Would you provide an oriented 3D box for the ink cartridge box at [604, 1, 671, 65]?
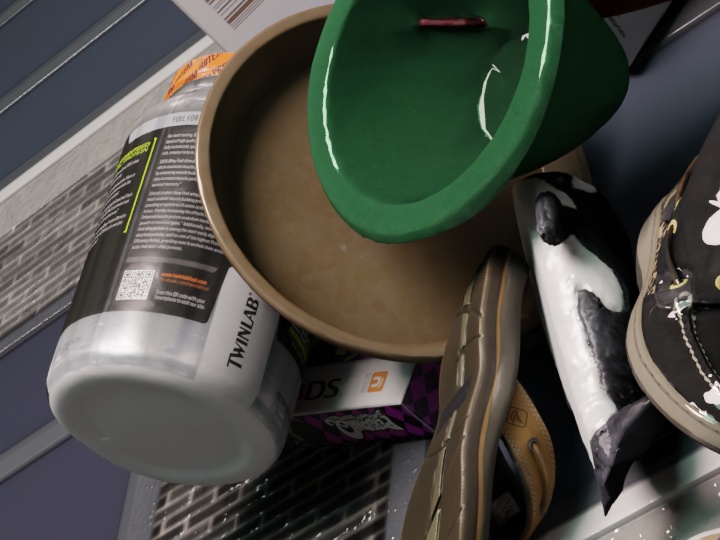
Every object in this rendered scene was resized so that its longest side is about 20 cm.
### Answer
[{"bbox_3d":[0.126,-0.215,1.241,0.145,0.084,0.200,13,63,52],"label":"ink cartridge box"}]

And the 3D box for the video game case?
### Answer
[{"bbox_3d":[0.000,0.000,1.209,0.181,0.036,0.201,-9,51,47],"label":"video game case"}]

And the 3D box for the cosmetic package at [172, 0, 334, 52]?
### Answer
[{"bbox_3d":[-0.061,-0.242,1.454,0.166,0.167,0.200,-45,15,8],"label":"cosmetic package"}]

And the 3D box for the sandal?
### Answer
[{"bbox_3d":[0.059,0.083,1.011,0.082,0.054,0.201,123,162,-56],"label":"sandal"}]

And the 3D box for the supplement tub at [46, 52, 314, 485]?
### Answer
[{"bbox_3d":[-0.076,-0.004,1.158,0.122,0.122,0.201,-20,45,44],"label":"supplement tub"}]

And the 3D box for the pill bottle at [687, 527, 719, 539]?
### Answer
[{"bbox_3d":[0.190,0.119,0.704,0.200,0.111,0.111,-20,39,45],"label":"pill bottle"}]

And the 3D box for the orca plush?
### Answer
[{"bbox_3d":[0.118,0.016,0.995,0.071,0.106,0.200,-12,22,0],"label":"orca plush"}]

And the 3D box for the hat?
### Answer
[{"bbox_3d":[0.102,-0.084,1.081,0.200,0.176,0.166,-26,60,44],"label":"hat"}]

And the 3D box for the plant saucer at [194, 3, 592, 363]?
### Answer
[{"bbox_3d":[0.016,-0.041,1.115,0.029,0.199,0.201,118,176,-58],"label":"plant saucer"}]

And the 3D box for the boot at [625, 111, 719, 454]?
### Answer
[{"bbox_3d":[0.170,-0.025,0.907,0.200,0.073,0.151,-78,13,-62],"label":"boot"}]
